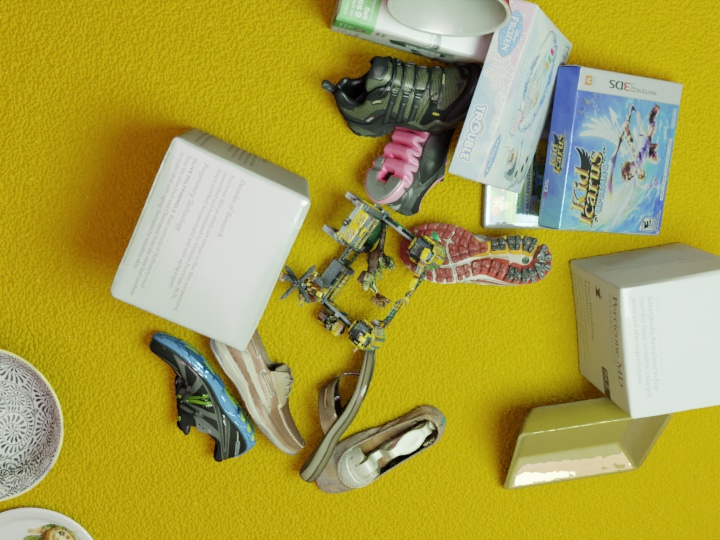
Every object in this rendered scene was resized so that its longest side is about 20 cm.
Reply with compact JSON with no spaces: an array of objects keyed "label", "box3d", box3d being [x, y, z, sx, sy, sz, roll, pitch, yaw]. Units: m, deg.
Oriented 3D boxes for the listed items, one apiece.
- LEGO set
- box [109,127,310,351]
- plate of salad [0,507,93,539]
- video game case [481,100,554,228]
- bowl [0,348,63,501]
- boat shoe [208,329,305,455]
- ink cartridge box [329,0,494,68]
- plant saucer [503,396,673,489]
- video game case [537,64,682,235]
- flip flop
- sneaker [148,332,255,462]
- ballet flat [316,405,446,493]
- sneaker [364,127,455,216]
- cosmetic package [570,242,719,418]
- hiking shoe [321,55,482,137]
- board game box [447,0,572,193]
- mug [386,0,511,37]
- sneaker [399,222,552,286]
[{"label":"LEGO set","box3d":[0.000,0.000,1.169,0.200,0.116,0.154,-47,67,11]},{"label":"box","box3d":[-0.173,-0.045,1.128,0.170,0.199,0.201,23,99,-8]},{"label":"plate of salad","box3d":[-0.447,0.419,1.263,0.198,0.048,0.202,-1,101,-5]},{"label":"video game case","box3d":[0.253,-0.155,1.234,0.181,0.022,0.202,0,101,-5]},{"label":"bowl","box3d":[-0.469,0.184,1.196,0.199,0.094,0.203,-1,99,-4]},{"label":"boat shoe","box3d":[-0.122,0.151,1.231,0.071,0.076,0.201,-31,102,-1]},{"label":"ink cartridge box","box3d":[0.071,-0.308,1.128,0.198,0.146,0.085,14,98,-7]},{"label":"plant saucer","box3d":[0.290,0.223,1.244,0.198,0.201,0.049,-8,57,-4]},{"label":"video game case","box3d":[0.319,-0.148,1.192,0.180,0.045,0.202,1,100,-30]},{"label":"flip flop","box3d":[-0.036,0.186,1.243,0.057,0.081,0.201,30,97,3]},{"label":"sneaker","box3d":[-0.216,0.168,1.226,0.082,0.071,0.200,-34,104,-5]},{"label":"ballet flat","box3d":[0.026,0.244,1.261,0.199,0.067,0.068,-33,97,2]},{"label":"sneaker","box3d":[0.086,-0.158,1.203,0.095,0.079,0.201,37,84,-45]},{"label":"cosmetic package","box3d":[0.380,0.069,1.192,0.164,0.200,0.166,-9,100,-3]},{"label":"hiking shoe","box3d":[0.053,-0.215,1.126,0.199,0.101,0.076,-10,63,28]},{"label":"board game box","box3d":[0.182,-0.198,1.112,0.043,0.199,0.201,21,98,21]},{"label":"mug","box3d":[0.090,-0.373,0.979,0.177,0.133,0.202,16,79,-47]},{"label":"sneaker","box3d":[0.148,-0.011,1.223,0.198,0.082,0.079,10,83,11]}]
